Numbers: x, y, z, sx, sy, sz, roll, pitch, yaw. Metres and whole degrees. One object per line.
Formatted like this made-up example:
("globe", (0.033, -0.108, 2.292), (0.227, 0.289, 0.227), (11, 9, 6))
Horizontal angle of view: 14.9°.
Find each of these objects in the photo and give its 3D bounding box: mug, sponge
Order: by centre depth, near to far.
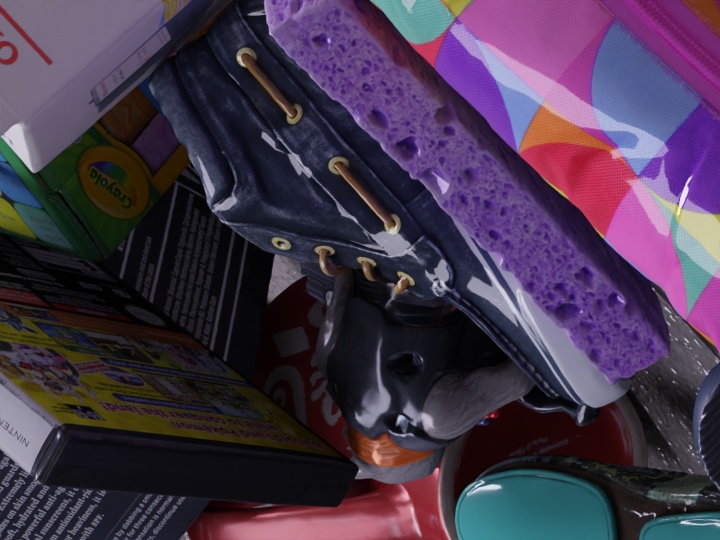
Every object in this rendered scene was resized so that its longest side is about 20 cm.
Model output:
("sponge", (0.032, -0.055, 0.916), (0.200, 0.030, 0.112), (45, -161, -37))
("mug", (0.026, 0.094, 1.292), (0.133, 0.178, 0.200), (42, 169, -26))

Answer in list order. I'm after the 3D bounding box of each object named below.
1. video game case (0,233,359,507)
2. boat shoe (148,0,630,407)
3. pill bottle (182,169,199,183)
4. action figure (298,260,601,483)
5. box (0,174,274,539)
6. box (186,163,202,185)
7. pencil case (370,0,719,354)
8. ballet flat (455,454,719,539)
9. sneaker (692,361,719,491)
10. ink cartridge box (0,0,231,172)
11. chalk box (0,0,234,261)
("video game case", (-0.119, 0.034, 1.114), (0.180, 0.026, 0.200), (36, -168, 31))
("boat shoe", (0.011, -0.019, 1.008), (0.201, 0.091, 0.071), (54, -165, -4))
("pill bottle", (-0.151, -0.042, 1.494), (0.200, 0.114, 0.113), (25, -174, -39))
("action figure", (0.000, 0.000, 1.143), (0.199, 0.104, 0.194), (20, 125, 43))
("box", (-0.159, 0.024, 1.314), (0.198, 0.123, 0.200), (31, -149, -15))
("box", (-0.131, -0.145, 1.379), (0.200, 0.050, 0.199), (44, 168, 28))
("pencil case", (0.076, -0.058, 0.790), (0.200, 0.088, 0.088), (45, 169, 10))
("ballet flat", (0.126, 0.112, 1.129), (0.199, 0.074, 0.074), (7, 140, 49))
("sneaker", (0.193, 0.105, 0.977), (0.200, 0.070, 0.082), (52, -174, -5))
("ink cartridge box", (-0.114, -0.120, 0.992), (0.117, 0.200, 0.067), (47, 169, 7))
("chalk box", (-0.137, -0.091, 1.134), (0.125, 0.200, 0.124), (19, 152, 44))
